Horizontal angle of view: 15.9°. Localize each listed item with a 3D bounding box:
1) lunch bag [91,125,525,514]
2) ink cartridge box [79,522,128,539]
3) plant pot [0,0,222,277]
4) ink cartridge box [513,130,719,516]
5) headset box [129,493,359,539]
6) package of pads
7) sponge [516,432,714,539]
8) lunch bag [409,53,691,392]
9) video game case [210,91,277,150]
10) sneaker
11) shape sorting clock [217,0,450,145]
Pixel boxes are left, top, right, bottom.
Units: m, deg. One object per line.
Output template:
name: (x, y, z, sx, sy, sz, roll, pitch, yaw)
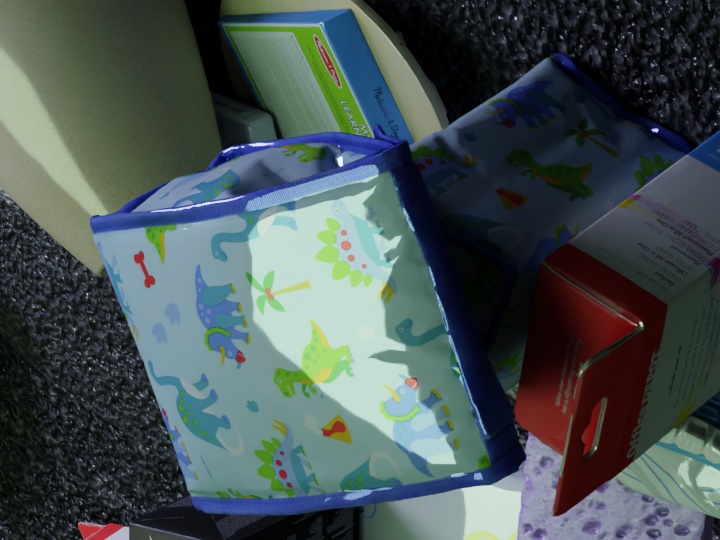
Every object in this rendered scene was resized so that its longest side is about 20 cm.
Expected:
lunch bag: (-0.015, 0.024, 1.268, 0.200, 0.127, 0.170, -5, 111, 53)
ink cartridge box: (-0.159, 0.264, 1.956, 0.200, 0.067, 0.116, 4, 120, 48)
plant pot: (-0.168, -0.104, 1.562, 0.200, 0.187, 0.187, 61, 145, 7)
ink cartridge box: (0.146, 0.025, 1.311, 0.067, 0.200, 0.116, 35, 139, 27)
headset box: (-0.069, 0.232, 1.559, 0.077, 0.149, 0.200, 11, 108, 30)
package of pads: (0.037, 0.171, 1.608, 0.200, 0.068, 0.155, 13, 107, 29)
sponge: (0.145, 0.164, 1.491, 0.111, 0.030, 0.200, 12, 111, 18)
lunch bag: (0.069, 0.005, 1.407, 0.127, 0.170, 0.200, 38, 138, 23)
video game case: (-0.090, -0.028, 1.672, 0.182, 0.022, 0.200, 24, 135, 51)
sneaker: (0.191, 0.103, 1.409, 0.200, 0.075, 0.087, 32, 143, 4)
shape sorting clock: (-0.012, -0.098, 1.535, 0.200, 0.039, 0.200, 41, 153, 27)
